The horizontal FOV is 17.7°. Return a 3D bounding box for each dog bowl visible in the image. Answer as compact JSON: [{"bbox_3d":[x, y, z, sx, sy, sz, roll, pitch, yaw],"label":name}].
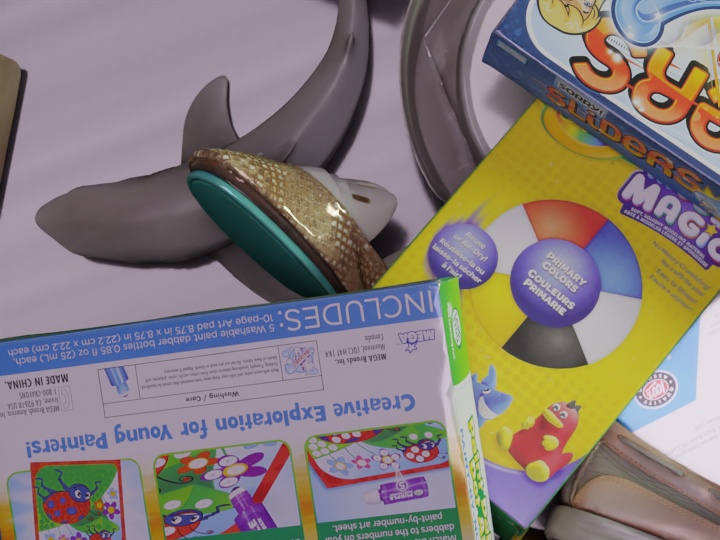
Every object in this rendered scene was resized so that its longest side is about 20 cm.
[{"bbox_3d":[0.117,-0.087,1.065,0.200,0.059,0.200,0,85,2],"label":"dog bowl"}]

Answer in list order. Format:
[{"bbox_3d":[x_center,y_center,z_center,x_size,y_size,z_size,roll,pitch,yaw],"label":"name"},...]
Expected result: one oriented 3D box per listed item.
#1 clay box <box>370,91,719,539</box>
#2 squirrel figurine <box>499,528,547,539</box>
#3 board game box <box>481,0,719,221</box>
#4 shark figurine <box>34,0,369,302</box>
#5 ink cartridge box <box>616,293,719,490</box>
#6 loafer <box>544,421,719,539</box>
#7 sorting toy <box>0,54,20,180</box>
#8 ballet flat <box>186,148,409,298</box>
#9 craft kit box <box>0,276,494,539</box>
[{"bbox_3d":[0.084,0.004,0.985,0.115,0.048,0.200,38,75,7],"label":"clay box"},{"bbox_3d":[0.089,0.225,0.995,0.200,0.142,0.187,17,95,22],"label":"squirrel figurine"},{"bbox_3d":[0.171,-0.088,0.980,0.200,0.034,0.135,34,72,6],"label":"board game box"},{"bbox_3d":[-0.040,-0.070,1.059,0.128,0.090,0.215,38,90,4],"label":"shark figurine"},{"bbox_3d":[0.195,0.104,1.041,0.115,0.068,0.200,-27,85,3],"label":"ink cartridge box"},{"bbox_3d":[0.180,0.116,0.975,0.200,0.072,0.063,17,78,11],"label":"loafer"},{"bbox_3d":[-0.242,-0.017,1.016,0.070,0.199,0.200,10,86,19],"label":"sorting toy"},{"bbox_3d":[0.000,0.000,1.033,0.065,0.070,0.200,-49,124,-15],"label":"ballet flat"},{"bbox_3d":[-0.045,0.112,0.935,0.200,0.049,0.198,-7,90,13],"label":"craft kit box"}]
